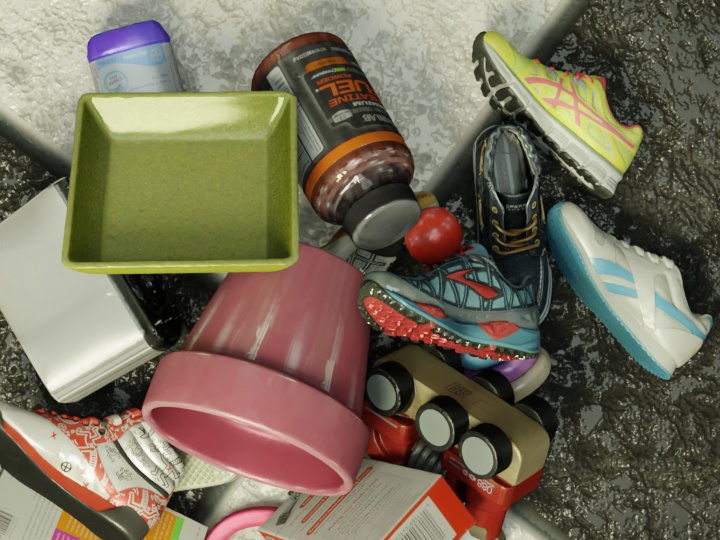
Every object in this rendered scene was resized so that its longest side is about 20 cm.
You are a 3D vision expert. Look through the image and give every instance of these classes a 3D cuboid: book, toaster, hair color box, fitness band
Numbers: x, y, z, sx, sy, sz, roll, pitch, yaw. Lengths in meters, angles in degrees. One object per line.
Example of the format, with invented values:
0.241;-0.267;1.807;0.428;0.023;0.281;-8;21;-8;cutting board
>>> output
-0.251;0.252;1.424;0.199;0.134;0.048;29;126;-11;book
-0.252;0.022;1.436;0.118;0.181;0.201;-31;91;2;toaster
0.002;0.232;1.411;0.111;0.199;0.064;-45;112;-22;hair color box
-0.099;0.331;1.517;0.142;0.037;0.202;8;92;-4;fitness band

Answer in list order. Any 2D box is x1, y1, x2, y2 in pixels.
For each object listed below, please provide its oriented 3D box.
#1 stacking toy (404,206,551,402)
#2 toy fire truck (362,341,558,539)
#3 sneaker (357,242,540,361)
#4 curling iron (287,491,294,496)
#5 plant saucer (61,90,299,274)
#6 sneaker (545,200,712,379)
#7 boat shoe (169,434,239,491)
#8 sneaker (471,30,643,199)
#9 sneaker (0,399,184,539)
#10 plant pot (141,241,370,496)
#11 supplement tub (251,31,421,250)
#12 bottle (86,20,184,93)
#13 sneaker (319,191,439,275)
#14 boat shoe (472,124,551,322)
0.103;0.027;1.464;0.085;0.085;0.201;-29;108;-1;stacking toy
0.087;0.184;1.455;0.175;0.128;0.202;30;125;30;toy fire truck
0.078;0.019;1.377;0.199;0.079;0.097;17;74;-37;sneaker
-0.066;0.138;1.514;0.049;0.026;0.202;-16;92;-14;curling iron
-0.152;-0.068;1.357;0.198;0.048;0.201;-1;52;-2;plant saucer
0.256;0.007;1.502;0.081;0.076;0.200;-41;98;-9;sneaker
-0.200;0.181;1.499;0.198;0.062;0.075;-7;96;14;boat shoe
0.191;-0.166;1.498;0.200;0.078;0.090;44;82;-7;sneaker
-0.256;0.157;1.420;0.201;0.067;0.108;38;55;-2;sneaker
-0.073;0.080;1.377;0.198;0.200;0.181;19;69;-1;plant pot
-0.018;-0.117;1.436;0.106;0.107;0.201;-29;63;0;supplement tub
-0.201;-0.134;1.488;0.083;0.065;0.202;-14;91;-2;bottle
0.000;0.000;1.498;0.199;0.076;0.088;-32;98;9;sneaker
0.144;-0.041;1.485;0.070;0.091;0.203;-10;91;-1;boat shoe
